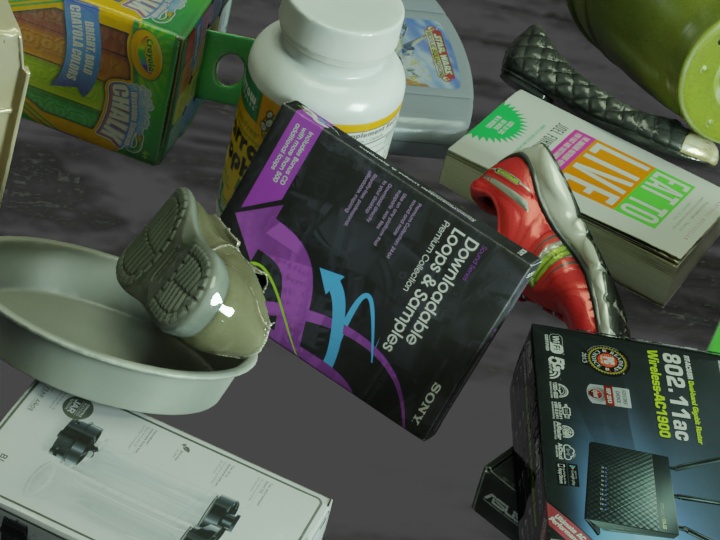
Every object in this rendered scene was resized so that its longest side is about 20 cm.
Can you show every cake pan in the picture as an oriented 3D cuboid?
[{"bbox_3d":[-0.164,0.036,1.303,0.199,0.037,0.200,20,15,-5],"label":"cake pan"}]

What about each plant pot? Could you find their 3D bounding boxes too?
[{"bbox_3d":[0.286,-0.204,1.647,0.199,0.201,0.193,3,35,-16],"label":"plant pot"}]

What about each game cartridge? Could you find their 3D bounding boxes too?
[{"bbox_3d":[0.021,-0.167,1.659,0.133,0.042,0.200,0,42,-12],"label":"game cartridge"}]

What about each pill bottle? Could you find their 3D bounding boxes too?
[{"bbox_3d":[-0.031,-0.108,1.441,0.112,0.201,0.113,10,39,-8],"label":"pill bottle"}]

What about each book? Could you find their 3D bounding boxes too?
[{"bbox_3d":[0.179,-0.063,1.590,0.199,0.048,0.134,27,38,17],"label":"book"}]

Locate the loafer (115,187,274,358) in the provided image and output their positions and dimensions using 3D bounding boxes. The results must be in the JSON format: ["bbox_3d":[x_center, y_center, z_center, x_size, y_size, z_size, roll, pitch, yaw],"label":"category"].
[{"bbox_3d":[-0.103,0.009,1.298,0.070,0.075,0.200,39,8,-23],"label":"loafer"}]

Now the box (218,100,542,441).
[{"bbox_3d":[0.000,0.000,1.358,0.200,0.143,0.036,33,15,9],"label":"box"}]

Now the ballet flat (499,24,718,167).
[{"bbox_3d":[0.204,-0.139,1.660,0.200,0.057,0.066,30,-3,17],"label":"ballet flat"}]

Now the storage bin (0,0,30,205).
[{"bbox_3d":[-0.304,-0.134,1.382,0.093,0.199,0.200,-2,42,-27],"label":"storage bin"}]

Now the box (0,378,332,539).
[{"bbox_3d":[-0.131,0.150,1.217,0.199,0.060,0.117,23,40,8],"label":"box"}]

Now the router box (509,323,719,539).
[{"bbox_3d":[0.175,0.129,1.276,0.149,0.062,0.200,10,40,-8],"label":"router box"}]

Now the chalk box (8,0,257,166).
[{"bbox_3d":[-0.170,-0.171,1.528,0.199,0.125,0.124,20,39,6],"label":"chalk box"}]

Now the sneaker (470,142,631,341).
[{"bbox_3d":[0.135,0.005,1.482,0.085,0.077,0.201,-25,59,7],"label":"sneaker"}]

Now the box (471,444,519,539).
[{"bbox_3d":[0.207,0.157,1.338,0.200,0.048,0.193,37,42,25],"label":"box"}]

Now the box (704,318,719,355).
[{"bbox_3d":[0.352,0.060,1.426,0.199,0.097,0.176,26,22,11],"label":"box"}]
